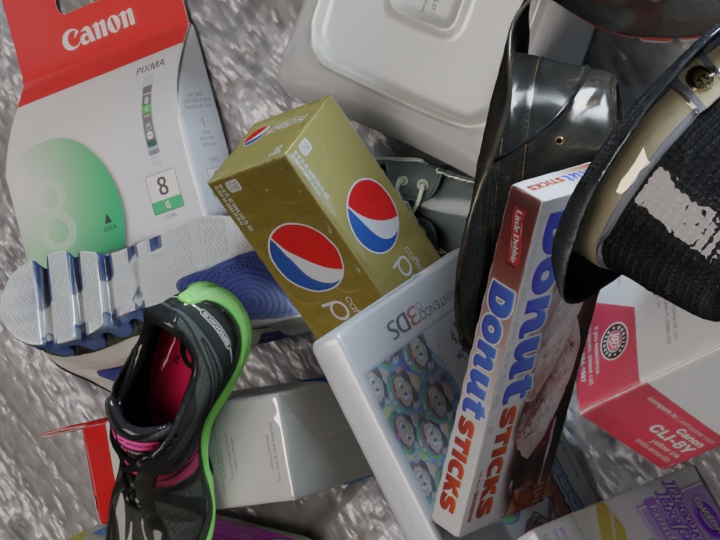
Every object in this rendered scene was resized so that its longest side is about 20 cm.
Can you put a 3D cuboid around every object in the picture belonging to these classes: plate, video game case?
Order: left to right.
[{"bbox_3d":[0.049,-0.170,1.392,0.199,0.032,0.201,26,103,30],"label":"plate"},{"bbox_3d":[0.064,0.101,1.325,0.024,0.182,0.201,-24,94,31],"label":"video game case"}]

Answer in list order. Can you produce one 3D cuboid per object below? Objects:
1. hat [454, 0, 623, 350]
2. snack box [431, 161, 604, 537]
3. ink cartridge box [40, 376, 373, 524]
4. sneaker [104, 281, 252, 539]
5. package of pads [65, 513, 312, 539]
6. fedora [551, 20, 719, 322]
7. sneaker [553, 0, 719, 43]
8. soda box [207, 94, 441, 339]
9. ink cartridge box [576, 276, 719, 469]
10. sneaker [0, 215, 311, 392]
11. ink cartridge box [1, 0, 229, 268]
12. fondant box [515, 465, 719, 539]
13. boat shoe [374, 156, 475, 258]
[{"bbox_3d":[0.105,-0.050,1.265,0.080,0.201,0.202,11,104,5],"label":"hat"},{"bbox_3d":[0.087,0.042,1.218,0.024,0.072,0.201,33,123,35],"label":"snack box"},{"bbox_3d":[-0.092,0.114,1.494,0.199,0.116,0.068,-11,90,35],"label":"ink cartridge box"},{"bbox_3d":[-0.125,0.103,1.393,0.076,0.084,0.201,18,103,33],"label":"sneaker"},{"bbox_3d":[-0.134,0.216,1.486,0.154,0.200,0.069,11,111,33],"label":"package of pads"},{"bbox_3d":[0.186,-0.041,1.141,0.092,0.200,0.201,42,117,20],"label":"fedora"},{"bbox_3d":[0.129,-0.169,1.293,0.199,0.082,0.078,11,99,7],"label":"sneaker"},{"bbox_3d":[0.000,0.000,1.391,0.067,0.064,0.200,-17,117,40],"label":"soda box"},{"bbox_3d":[0.215,-0.002,1.248,0.199,0.083,0.146,-28,43,34],"label":"ink cartridge box"},{"bbox_3d":[-0.124,0.029,1.529,0.198,0.115,0.081,-7,65,5],"label":"sneaker"},{"bbox_3d":[-0.174,-0.110,1.561,0.160,0.050,0.201,-17,89,35],"label":"ink cartridge box"},{"bbox_3d":[0.156,0.197,1.284,0.058,0.200,0.145,-36,76,30],"label":"fondant box"},{"bbox_3d":[0.025,-0.034,1.425,0.199,0.062,0.073,11,100,32],"label":"boat shoe"}]
